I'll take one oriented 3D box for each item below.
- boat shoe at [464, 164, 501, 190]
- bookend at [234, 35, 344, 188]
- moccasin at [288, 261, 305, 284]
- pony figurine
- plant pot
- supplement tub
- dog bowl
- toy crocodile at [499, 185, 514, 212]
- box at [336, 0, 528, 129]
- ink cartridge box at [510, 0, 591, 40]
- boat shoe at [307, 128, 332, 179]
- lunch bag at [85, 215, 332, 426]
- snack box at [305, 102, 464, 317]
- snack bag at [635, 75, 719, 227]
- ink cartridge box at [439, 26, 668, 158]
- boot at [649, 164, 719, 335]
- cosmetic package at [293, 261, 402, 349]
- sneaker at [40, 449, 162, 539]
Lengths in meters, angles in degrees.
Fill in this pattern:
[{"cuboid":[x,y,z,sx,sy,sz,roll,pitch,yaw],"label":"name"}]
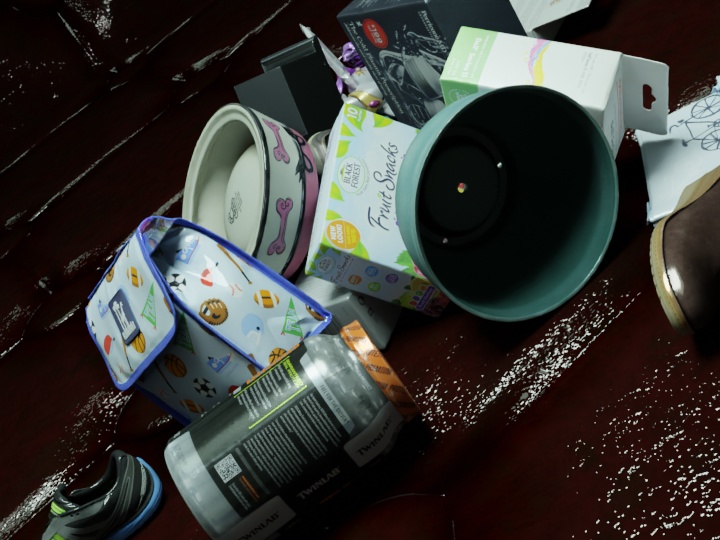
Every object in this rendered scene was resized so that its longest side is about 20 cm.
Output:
[{"cuboid":[0.080,-0.102,1.312,0.199,0.069,0.075,-28,27,17],"label":"boat shoe"},{"cuboid":[-0.095,-0.147,1.394,0.091,0.201,0.200,-16,13,35],"label":"bookend"},{"cuboid":[-0.122,0.055,1.294,0.077,0.074,0.202,13,49,40],"label":"moccasin"},{"cuboid":[0.000,-0.248,1.597,0.198,0.168,0.193,-21,33,-6],"label":"pony figurine"},{"cuboid":[0.112,-0.067,1.070,0.200,0.201,0.134,-40,22,-10],"label":"plant pot"},{"cuboid":[-0.055,0.139,1.008,0.199,0.123,0.123,-36,25,0],"label":"supplement tub"},{"cuboid":[-0.114,-0.069,1.239,0.199,0.073,0.203,-13,74,57],"label":"dog bowl"},{"cuboid":[0.170,-0.092,1.205,0.200,0.062,0.067,-50,29,-18],"label":"toy crocodile"},{"cuboid":[0.100,-0.250,1.386,0.104,0.201,0.181,-45,26,-23],"label":"box"},{"cuboid":[0.257,-0.350,1.543,0.175,0.045,0.201,-13,34,41],"label":"ink cartridge box"},{"cuboid":[0.009,-0.144,1.376,0.073,0.075,0.199,-32,-6,28],"label":"boat shoe"},{"cuboid":[-0.159,0.056,1.133,0.170,0.199,0.124,-44,11,47],"label":"lunch bag"},{"cuboid":[0.029,-0.063,1.181,0.053,0.141,0.201,118,165,-46],"label":"snack box"},{"cuboid":[0.345,-0.132,1.091,0.199,0.021,0.189,-25,28,23],"label":"snack bag"},{"cuboid":[0.183,-0.152,1.117,0.198,0.117,0.068,14,64,21],"label":"ink cartridge box"},{"cuboid":[0.314,-0.039,0.909,0.165,0.073,0.201,-19,26,35],"label":"boot"},{"cuboid":[0.000,0.000,1.234,0.101,0.071,0.201,-17,31,36],"label":"cosmetic package"},{"cuboid":[-0.282,0.252,1.141,0.200,0.083,0.071,-45,27,-18],"label":"sneaker"}]
